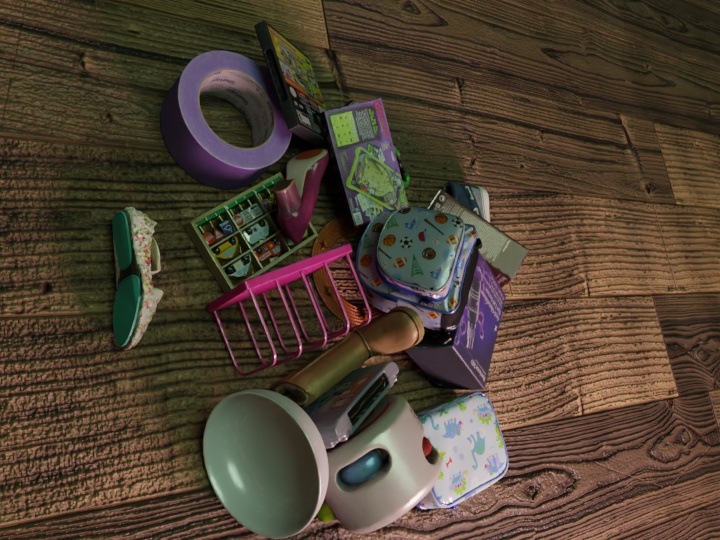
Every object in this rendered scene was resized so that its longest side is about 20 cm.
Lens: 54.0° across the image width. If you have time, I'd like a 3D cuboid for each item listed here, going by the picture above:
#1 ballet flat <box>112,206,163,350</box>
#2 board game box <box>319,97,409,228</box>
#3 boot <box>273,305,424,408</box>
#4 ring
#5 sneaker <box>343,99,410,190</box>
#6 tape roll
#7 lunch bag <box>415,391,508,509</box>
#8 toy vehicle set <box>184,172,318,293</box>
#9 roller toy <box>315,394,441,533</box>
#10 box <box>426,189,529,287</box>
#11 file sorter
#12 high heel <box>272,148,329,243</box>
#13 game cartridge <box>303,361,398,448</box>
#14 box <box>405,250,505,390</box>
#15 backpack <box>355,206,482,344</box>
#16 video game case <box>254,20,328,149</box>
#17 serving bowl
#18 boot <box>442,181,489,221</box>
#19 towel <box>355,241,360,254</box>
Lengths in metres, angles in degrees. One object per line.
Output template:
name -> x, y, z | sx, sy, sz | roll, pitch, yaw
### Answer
ballet flat -> -0.307, 0.009, 0.986 | 0.063, 0.075, 0.204 | 11, 70, -49
board game box -> 0.009, -0.187, 1.229 | 0.118, 0.032, 0.204 | -17, 96, -22
boot -> -0.015, 0.138, 1.077 | 0.199, 0.174, 0.067 | -31, 92, -36
ring -> 0.000, 0.000, 1.244 | 0.198, 0.019, 0.204 | 13, 67, -33
sneaker -> 0.033, -0.228, 1.310 | 0.078, 0.085, 0.202 | -33, 93, -39
tape roll -> -0.214, -0.240, 1.135 | 0.197, 0.085, 0.204 | 14, 65, -31
lunch bag -> 0.156, 0.308, 1.204 | 0.198, 0.082, 0.164 | -14, 81, -38
toy vehicle set -> -0.171, -0.063, 1.137 | 0.199, 0.026, 0.125 | -37, 96, -39
roller toy -> 0.019, 0.277, 1.050 | 0.199, 0.182, 0.141 | -34, 93, -39
box -> 0.204, -0.054, 1.314 | 0.198, 0.100, 0.076 | 33, 76, 4
file sorter -> -0.102, 0.063, 1.070 | 0.198, 0.138, 0.127 | -21, 87, -39
high heel -> -0.092, -0.132, 1.183 | 0.201, 0.066, 0.098 | -56, 139, -50
game cartridge -> -0.036, 0.204, 1.058 | 0.200, 0.131, 0.042 | -39, 109, -55
box -> 0.170, 0.088, 1.250 | 0.148, 0.103, 0.203 | 49, 49, -42
backpack -> 0.085, -0.010, 1.146 | 0.155, 0.187, 0.203 | 70, 36, -54
video game case -> -0.105, -0.306, 1.206 | 0.200, 0.025, 0.184 | 4, 67, -73
serving bowl -> -0.120, 0.254, 0.963 | 0.065, 0.198, 0.203 | -17, 83, -59
boot -> 0.212, -0.080, 1.404 | 0.089, 0.073, 0.204 | 8, 62, -25
towel -> 0.085, -0.015, 1.285 | 0.200, 0.030, 0.147 | 47, 50, -18
